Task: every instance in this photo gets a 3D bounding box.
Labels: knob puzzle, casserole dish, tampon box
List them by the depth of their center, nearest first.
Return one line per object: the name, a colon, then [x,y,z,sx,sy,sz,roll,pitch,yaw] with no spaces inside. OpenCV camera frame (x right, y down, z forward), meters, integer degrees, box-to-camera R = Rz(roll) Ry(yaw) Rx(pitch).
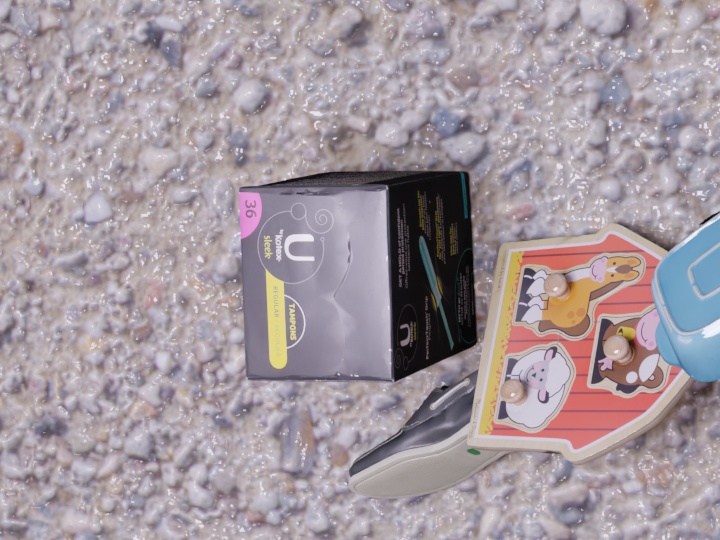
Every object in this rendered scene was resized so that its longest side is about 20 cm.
casserole dish: [0.277,-0.008,1.327,0.200,0.121,0.039,-36,127,19]
knob puzzle: [0.178,0.051,1.484,0.219,0.030,0.220,-16,57,27]
tampon box: [0.000,0.000,1.522,0.126,0.200,0.150,0,96,21]

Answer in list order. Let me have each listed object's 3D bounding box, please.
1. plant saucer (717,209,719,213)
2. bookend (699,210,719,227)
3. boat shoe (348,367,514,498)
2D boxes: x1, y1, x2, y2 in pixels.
plant saucer: [0.353,0.019,1.479,0.199,0.031,0.201,3,97,22]
bookend: [0.364,0.045,1.412,0.199,0.092,0.199,-8,95,20]
boat shoe: [0.072,0.131,1.593,0.200,0.072,0.068,-32,48,28]
